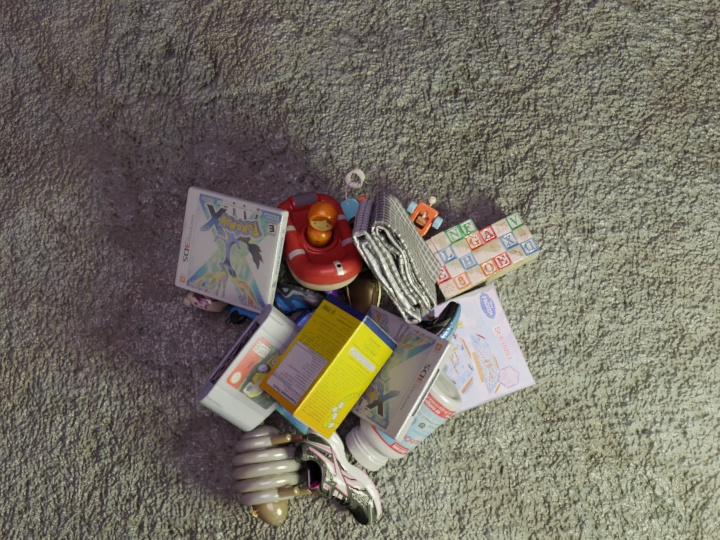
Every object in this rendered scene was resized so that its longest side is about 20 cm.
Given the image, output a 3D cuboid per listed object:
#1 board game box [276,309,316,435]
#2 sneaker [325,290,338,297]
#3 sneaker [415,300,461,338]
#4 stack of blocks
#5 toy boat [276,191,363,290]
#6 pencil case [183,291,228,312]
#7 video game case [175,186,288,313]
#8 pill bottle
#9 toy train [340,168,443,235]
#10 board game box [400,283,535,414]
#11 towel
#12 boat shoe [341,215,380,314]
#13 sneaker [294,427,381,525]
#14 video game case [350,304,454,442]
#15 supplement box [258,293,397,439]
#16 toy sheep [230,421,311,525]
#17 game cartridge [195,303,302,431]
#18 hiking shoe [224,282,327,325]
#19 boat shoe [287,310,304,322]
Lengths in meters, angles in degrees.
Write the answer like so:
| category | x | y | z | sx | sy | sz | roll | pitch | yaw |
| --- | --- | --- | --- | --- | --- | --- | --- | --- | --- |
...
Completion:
| category | x | y | z | sx | sy | sz | roll | pitch | yaw |
| --- | --- | --- | --- | --- | --- | --- | --- | --- | --- |
| board game box | -0.090 | 0.172 | 1.448 | 0.152 | 0.045 | 0.200 | 46 | 80 | -12 |
| sneaker | -0.090 | -0.024 | 1.498 | 0.069 | 0.100 | 0.201 | -11 | 74 | 2 |
| sneaker | 0.096 | 0.116 | 1.426 | 0.199 | 0.071 | 0.083 | -36 | 81 | 0 |
| stack of blocks | 0.219 | -0.035 | 1.508 | 0.200 | 0.059 | 0.115 | -26 | 75 | -4 |
| toy boat | -0.069 | -0.067 | 1.384 | 0.130 | 0.131 | 0.200 | -15 | 61 | -19 |
| pencil case | -0.254 | -0.015 | 1.479 | 0.089 | 0.078 | 0.200 | 17 | 107 | -34 |
| video game case | -0.228 | -0.036 | 1.396 | 0.200 | 0.022 | 0.183 | 16 | 102 | 23 |
| pill bottle | 0.071 | 0.254 | 1.391 | 0.200 | 0.109 | 0.109 | -45 | 77 | 15 |
| toy train | 0.049 | -0.103 | 1.523 | 0.200 | 0.056 | 0.150 | 28 | 99 | 8 |
| board game box | 0.187 | 0.152 | 1.469 | 0.199 | 0.041 | 0.200 | -20 | 75 | -1 |
| towel | 0.067 | -0.027 | 1.380 | 0.085 | 0.166 | 0.200 | -29 | 110 | 14 |
| boat shoe | -0.006 | 0.000 | 1.476 | 0.075 | 0.075 | 0.203 | -4 | 94 | 11 |
| sneaker | -0.049 | 0.363 | 1.375 | 0.200 | 0.080 | 0.086 | 54 | 48 | -6 |
| video game case | 0.043 | 0.169 | 1.367 | 0.200 | 0.022 | 0.183 | 24 | 81 | 46 |
| supplement box | -0.053 | 0.160 | 1.347 | 0.109 | 0.110 | 0.200 | 29 | 78 | 46 |
| toy sheep | -0.161 | 0.339 | 1.392 | 0.138 | 0.138 | 0.200 | -8 | 72 | 1 |
| game cartridge | -0.170 | 0.171 | 1.363 | 0.200 | 0.133 | 0.041 | -53 | 39 | -7 |
| hiking shoe | -0.146 | 0.064 | 1.429 | 0.200 | 0.074 | 0.087 | 4 | 90 | 25 |
| boat shoe | -0.165 | 0.130 | 1.482 | 0.200 | 0.064 | 0.071 | -44 | 112 | -11 |
